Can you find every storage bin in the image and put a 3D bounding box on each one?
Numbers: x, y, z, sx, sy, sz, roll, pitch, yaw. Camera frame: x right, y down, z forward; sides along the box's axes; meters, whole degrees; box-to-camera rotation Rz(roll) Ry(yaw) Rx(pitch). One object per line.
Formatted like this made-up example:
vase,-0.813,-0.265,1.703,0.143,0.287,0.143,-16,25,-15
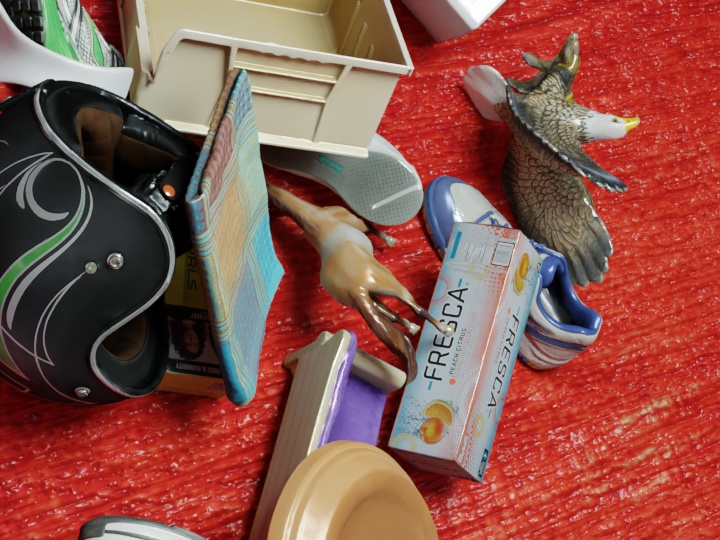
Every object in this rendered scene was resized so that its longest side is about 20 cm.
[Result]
storage bin,-0.083,-0.198,1.216,0.197,0.094,0.201,7,42,-21

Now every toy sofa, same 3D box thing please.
toy sofa,-0.024,0.151,1.172,0.082,0.097,0.202,29,57,-23

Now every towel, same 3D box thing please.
towel,-0.086,-0.021,1.098,0.021,0.201,0.147,2,45,9

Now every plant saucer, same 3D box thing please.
plant saucer,0.004,0.223,1.112,0.199,0.037,0.202,17,70,-54

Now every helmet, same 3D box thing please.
helmet,-0.199,-0.010,1.060,0.199,0.191,0.201,31,23,-14

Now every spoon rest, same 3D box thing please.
spoon rest,-0.264,-0.162,1.110,0.198,0.061,0.100,21,97,9

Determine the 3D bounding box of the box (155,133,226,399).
box,-0.130,-0.007,1.193,0.075,0.050,0.202,12,64,-32

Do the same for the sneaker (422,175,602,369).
sneaker,0.138,-0.010,1.356,0.200,0.088,0.075,50,54,-5

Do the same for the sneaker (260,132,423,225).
sneaker,-0.034,-0.108,1.298,0.199,0.071,0.080,35,15,-2

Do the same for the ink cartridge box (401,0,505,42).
ink cartridge box,0.071,-0.328,1.371,0.147,0.146,0.200,-43,99,-4

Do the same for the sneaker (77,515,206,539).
sneaker,-0.121,0.257,1.076,0.200,0.075,0.116,34,54,-22

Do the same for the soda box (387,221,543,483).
soda box,0.088,0.065,1.264,0.068,0.063,0.202,44,60,-56

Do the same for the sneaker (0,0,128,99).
sneaker,-0.225,-0.164,1.188,0.085,0.078,0.202,-18,91,-45

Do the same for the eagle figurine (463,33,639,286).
eagle figurine,0.175,-0.110,1.378,0.151,0.150,0.202,32,49,-28

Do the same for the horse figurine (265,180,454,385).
horse figurine,0.000,0.000,1.231,0.132,0.050,0.201,30,21,-37
